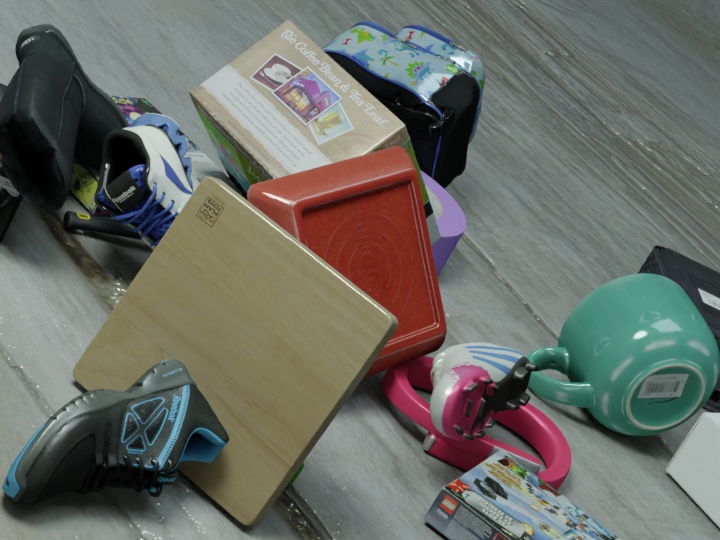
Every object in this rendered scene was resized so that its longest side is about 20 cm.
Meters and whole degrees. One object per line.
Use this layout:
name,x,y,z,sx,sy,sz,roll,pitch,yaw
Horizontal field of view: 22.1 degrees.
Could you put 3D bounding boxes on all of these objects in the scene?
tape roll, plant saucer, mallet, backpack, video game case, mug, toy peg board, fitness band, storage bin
tape roll,0.016,-0.071,2.047,0.200,0.066,0.200,24,23,-11
plant saucer,0.000,0.000,1.673,0.200,0.200,0.037,-18,10,-41
mallet,-0.191,-0.038,1.766,0.199,0.041,0.066,14,28,-25
backpack,0.043,-0.202,2.193,0.200,0.183,0.147,30,52,20
video game case,-0.243,-0.120,1.869,0.181,0.036,0.200,44,26,29
mug,0.283,0.106,1.915,0.152,0.185,0.115,44,13,-37
toy peg board,-0.089,0.065,1.480,0.200,0.199,0.098,38,8,19
fitness band,0.111,0.145,1.744,0.200,0.037,0.144,26,20,-12
storage bin,0.393,0.069,2.171,0.135,0.094,0.200,25,22,-12

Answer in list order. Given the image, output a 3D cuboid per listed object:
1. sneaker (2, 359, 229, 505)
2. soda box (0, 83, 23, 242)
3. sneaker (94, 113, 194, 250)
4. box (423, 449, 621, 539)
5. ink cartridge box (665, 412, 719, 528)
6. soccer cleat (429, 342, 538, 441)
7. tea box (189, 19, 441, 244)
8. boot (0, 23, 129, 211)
sneaker,-0.175,0.130,1.355,0.082,0.073,0.200,48,40,13
soda box,-0.338,-0.105,1.689,0.071,0.063,0.200,23,24,-15
sneaker,-0.183,-0.048,1.656,0.200,0.080,0.115,63,22,6
box,0.166,0.243,1.592,0.200,0.040,0.137,37,22,17
ink cartridge box,0.435,0.222,1.906,0.200,0.084,0.145,7,31,-44
soccer cleat,0.091,0.107,1.679,0.086,0.070,0.200,19,13,23
tea box,-0.043,-0.105,1.841,0.200,0.134,0.197,45,-14,34
boot,-0.263,-0.114,1.650,0.165,0.066,0.200,54,12,-28
